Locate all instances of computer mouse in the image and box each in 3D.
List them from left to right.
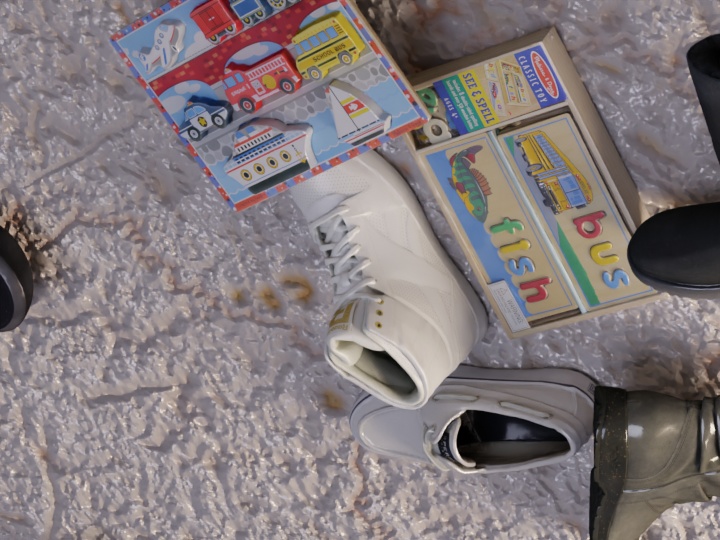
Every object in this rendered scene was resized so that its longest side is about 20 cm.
[{"bbox_3d":[-0.318,-0.014,1.917,0.199,0.053,0.139,15,129,33],"label":"computer mouse"}]

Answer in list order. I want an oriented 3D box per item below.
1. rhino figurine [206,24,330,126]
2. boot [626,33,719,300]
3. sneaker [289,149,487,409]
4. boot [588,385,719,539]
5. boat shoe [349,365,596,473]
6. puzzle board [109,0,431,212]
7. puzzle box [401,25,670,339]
[{"bbox_3d":[-0.066,-0.171,1.675,0.200,0.060,0.088,39,134,1],"label":"rhino figurine"},{"bbox_3d":[0.227,-0.063,1.543,0.164,0.066,0.200,2,146,21],"label":"boot"},{"bbox_3d":[0.000,0.000,1.717,0.074,0.116,0.200,-33,101,40],"label":"sneaker"},{"bbox_3d":[0.223,0.152,1.730,0.130,0.068,0.201,1,140,4],"label":"boot"},{"bbox_3d":[0.074,0.113,1.784,0.199,0.066,0.072,0,120,27],"label":"boat shoe"},{"bbox_3d":[-0.064,-0.126,1.655,0.199,0.017,0.151,-22,108,44],"label":"puzzle board"},{"bbox_3d":[0.115,-0.055,1.680,0.132,0.025,0.201,-17,111,34],"label":"puzzle box"}]
